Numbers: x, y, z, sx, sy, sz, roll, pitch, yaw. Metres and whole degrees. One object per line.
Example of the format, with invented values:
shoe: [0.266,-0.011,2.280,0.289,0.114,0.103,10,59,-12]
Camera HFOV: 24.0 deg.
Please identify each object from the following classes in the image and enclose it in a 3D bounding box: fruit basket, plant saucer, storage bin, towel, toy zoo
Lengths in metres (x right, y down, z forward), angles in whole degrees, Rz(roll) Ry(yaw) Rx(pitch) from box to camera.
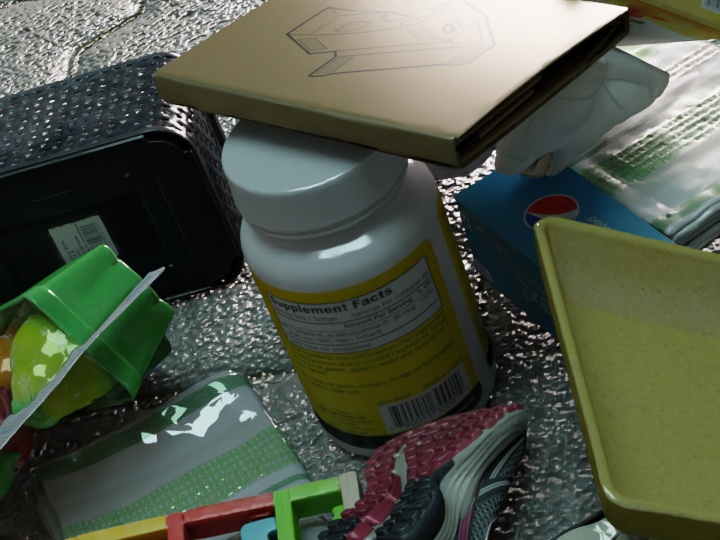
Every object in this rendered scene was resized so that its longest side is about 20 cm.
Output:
fruit basket: [-0.201,0.084,1.009,0.200,0.094,0.185,-57,15,-21]
plant saucer: [0.181,0.070,0.819,0.199,0.049,0.200,12,37,-15]
storage bin: [-0.187,-0.046,1.133,0.199,0.135,0.094,-14,39,9]
towel: [0.196,-0.088,1.086,0.149,0.031,0.200,-30,37,-12]
towel: [-0.096,0.146,0.959,0.149,0.031,0.200,-30,40,-8]
toy zoo: [-0.089,0.183,0.884,0.199,0.020,0.131,-13,46,5]

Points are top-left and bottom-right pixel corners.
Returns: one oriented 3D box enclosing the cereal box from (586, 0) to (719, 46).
cereal box: [0.123,-0.175,1.064,0.200,0.144,0.040,6,84,61]

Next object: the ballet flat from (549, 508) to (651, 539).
ballet flat: [0.142,0.134,0.832,0.200,0.073,0.073,-28,40,-8]

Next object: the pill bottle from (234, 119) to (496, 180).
pill bottle: [0.024,-0.111,1.104,0.200,0.111,0.111,-4,41,39]

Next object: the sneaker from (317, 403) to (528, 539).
sneaker: [0.037,0.131,0.872,0.080,0.075,0.200,-19,14,32]

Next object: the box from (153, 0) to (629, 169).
box: [0.016,-0.116,0.901,0.200,0.021,0.163,15,40,35]

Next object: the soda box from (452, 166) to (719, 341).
soda box: [0.138,0.006,0.983,0.068,0.064,0.200,-31,40,-13]

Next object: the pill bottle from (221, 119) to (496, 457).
pill bottle: [0.000,0.000,0.946,0.114,0.200,0.114,-13,40,11]

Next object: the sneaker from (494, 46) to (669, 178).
sneaker: [0.122,-0.096,1.010,0.075,0.089,0.200,28,18,21]
